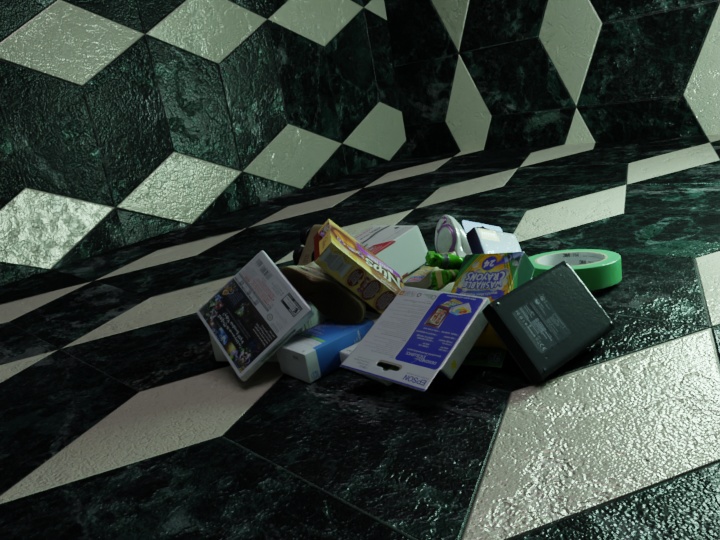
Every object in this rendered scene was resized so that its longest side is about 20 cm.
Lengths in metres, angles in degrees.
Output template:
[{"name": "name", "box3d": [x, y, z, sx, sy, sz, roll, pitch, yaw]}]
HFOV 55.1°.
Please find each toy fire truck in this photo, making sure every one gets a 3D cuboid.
[{"name": "toy fire truck", "box3d": [-0.081, 0.005, 1.692, 0.127, 0.179, 0.199, 4, -21, 45]}]

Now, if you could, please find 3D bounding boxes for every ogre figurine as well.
[{"name": "ogre figurine", "box3d": [0.223, 0.024, 1.355, 0.118, 0.101, 0.199, -8, 18, -30]}]

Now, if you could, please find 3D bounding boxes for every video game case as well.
[{"name": "video game case", "box3d": [-0.204, 0.081, 1.320, 0.181, 0.023, 0.200, -43, 52, -3]}]

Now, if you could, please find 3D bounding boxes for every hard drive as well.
[{"name": "hard drive", "box3d": [0.308, 0.078, 1.117, 0.198, 0.141, 0.033, -24, -19, -32]}]

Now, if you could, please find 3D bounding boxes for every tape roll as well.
[{"name": "tape roll", "box3d": [0.437, -0.002, 1.433, 0.195, 0.049, 0.201, -6, 12, 1]}]

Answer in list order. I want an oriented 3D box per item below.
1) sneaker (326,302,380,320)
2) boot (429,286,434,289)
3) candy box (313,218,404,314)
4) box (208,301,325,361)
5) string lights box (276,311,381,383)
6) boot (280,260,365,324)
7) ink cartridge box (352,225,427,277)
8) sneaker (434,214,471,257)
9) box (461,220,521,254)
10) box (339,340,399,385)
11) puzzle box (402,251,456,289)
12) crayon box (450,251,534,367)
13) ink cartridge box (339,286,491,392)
[{"name": "sneaker", "box3d": [-0.006, 0.063, 1.488, 0.081, 0.075, 0.198, -21, 12, -39]}, {"name": "boot", "box3d": [0.136, 0.043, 1.511, 0.196, 0.070, 0.174, -22, 16, 3]}, {"name": "candy box", "box3d": [0.000, 0.000, 1.322, 0.057, 0.199, 0.117, -47, 20, 17]}, {"name": "box", "box3d": [-0.191, 0.108, 1.423, 0.196, 0.109, 0.152, -3, 18, 26]}, {"name": "string lights box", "box3d": [-0.051, 0.137, 1.311, 0.197, 0.060, 0.102, -22, 19, -35]}, {"name": "boot", "box3d": [-0.045, 0.030, 1.377, 0.197, 0.074, 0.154, 25, 24, 26]}, {"name": "ink cartridge box", "box3d": [0.036, -0.032, 1.521, 0.145, 0.084, 0.199, -32, 17, -23]}, {"name": "sneaker", "box3d": [0.233, -0.034, 1.538, 0.098, 0.203, 0.075, -1, -34, -43]}, {"name": "box", "box3d": [0.271, -0.013, 1.328, 0.119, 0.204, 0.032, 6, -35, -36]}, {"name": "box", "box3d": [0.079, 0.139, 1.254, 0.197, 0.037, 0.143, -24, 20, -32]}, {"name": "puzzle box", "box3d": [0.101, 0.008, 1.500, 0.198, 0.026, 0.132, -7, 24, 49]}, {"name": "crayon box", "box3d": [0.210, 0.063, 1.188, 0.124, 0.052, 0.203, -3, 52, 43]}, {"name": "ink cartridge box", "box3d": [0.093, 0.116, 1.142, 0.195, 0.047, 0.201, 8, 50, 47]}]
